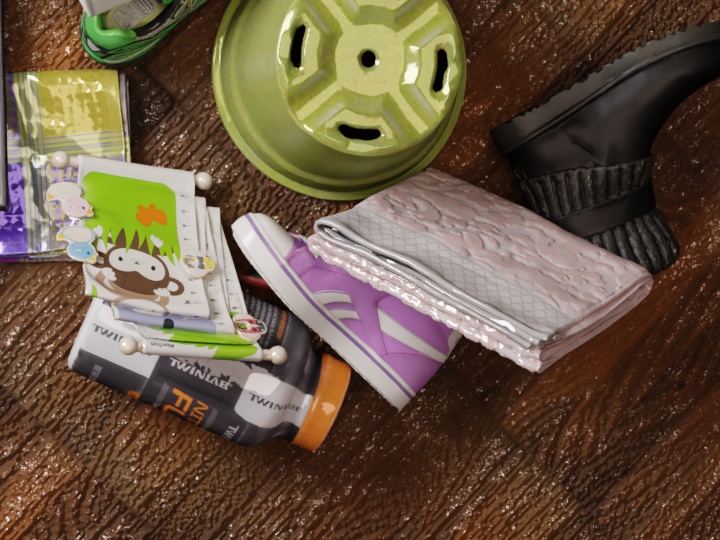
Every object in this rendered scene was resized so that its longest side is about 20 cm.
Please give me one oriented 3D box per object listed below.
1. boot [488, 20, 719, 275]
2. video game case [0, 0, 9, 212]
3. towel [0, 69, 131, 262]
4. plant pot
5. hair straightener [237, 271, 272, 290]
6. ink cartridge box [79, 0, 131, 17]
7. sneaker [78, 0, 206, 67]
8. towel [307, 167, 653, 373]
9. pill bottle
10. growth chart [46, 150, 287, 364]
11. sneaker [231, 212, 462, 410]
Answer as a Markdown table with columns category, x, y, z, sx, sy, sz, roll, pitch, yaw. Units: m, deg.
| category | x | y | z | sx | sy | sz | roll | pitch | yaw |
| --- | --- | --- | --- | --- | --- | --- | --- | --- | --- |
| boot | 0.217 | -0.082 | 1.380 | 0.210 | 0.079 | 0.159 | -28 | 90 | 6 |
| video game case | -0.351 | -0.139 | 1.316 | 0.179 | 0.026 | 0.202 | -2 | 81 | -7 |
| towel | -0.266 | -0.077 | 1.352 | 0.198 | 0.023 | 0.145 | -2 | 95 | -7 |
| plant pot | -0.005 | -0.147 | 1.298 | 0.198 | 0.184 | 0.203 | -1 | 95 | -7 |
| hair straightener | 0.009 | -0.008 | 1.381 | 0.198 | 0.041 | 0.078 | 12 | 93 | -8 |
| ink cartridge box | -0.124 | -0.278 | 1.227 | 0.198 | 0.146 | 0.085 | -22 | 60 | -7 |
| sneaker | -0.127 | -0.228 | 1.327 | 0.078 | 0.085 | 0.200 | 42 | 88 | -8 |
| towel | 0.088 | -0.009 | 1.281 | 0.199 | 0.191 | 0.033 | 28 | 117 | 22 |
| pill bottle | -0.108 | 0.064 | 1.339 | 0.198 | 0.106 | 0.107 | 24 | 91 | -8 |
| growth chart | -0.146 | -0.009 | 1.296 | 0.143 | 0.201 | 0.018 | 1 | 138 | -30 |
| sneaker | 0.000 | 0.000 | 1.330 | 0.114 | 0.073 | 0.200 | -46 | 119 | 2 |
